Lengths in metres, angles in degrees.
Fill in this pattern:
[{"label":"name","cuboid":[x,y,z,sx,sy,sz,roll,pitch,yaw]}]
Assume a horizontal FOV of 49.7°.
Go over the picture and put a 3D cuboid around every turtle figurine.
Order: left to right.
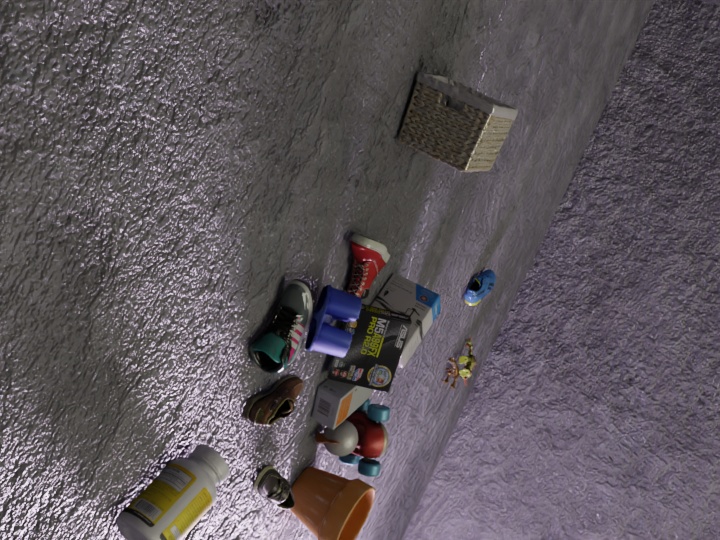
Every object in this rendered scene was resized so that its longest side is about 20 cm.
[{"label":"turtle figurine","cuboid":[0.428,0.373,3.073,0.161,0.064,0.202,-16,114,-70]}]

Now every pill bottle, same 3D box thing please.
[{"label":"pill bottle","cuboid":[-0.329,0.412,1.400,0.200,0.111,0.112,-45,151,-39]}]

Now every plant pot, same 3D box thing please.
[{"label":"plant pot","cuboid":[-0.088,0.623,2.071,0.200,0.182,0.201,-49,154,-34]}]

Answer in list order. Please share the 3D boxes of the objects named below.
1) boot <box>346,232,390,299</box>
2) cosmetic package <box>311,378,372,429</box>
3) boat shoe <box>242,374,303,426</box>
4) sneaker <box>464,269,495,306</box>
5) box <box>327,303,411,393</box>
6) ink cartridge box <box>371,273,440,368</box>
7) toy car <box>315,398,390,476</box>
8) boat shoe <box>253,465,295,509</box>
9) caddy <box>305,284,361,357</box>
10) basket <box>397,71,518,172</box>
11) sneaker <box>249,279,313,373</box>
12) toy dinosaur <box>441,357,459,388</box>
[{"label":"boot","cuboid":[0.000,0.000,1.768,0.145,0.072,0.200,-61,161,-6]},{"label":"cosmetic package","cuboid":[-0.037,0.313,2.008,0.200,0.071,0.102,-32,142,-54]},{"label":"boat shoe","cuboid":[-0.172,0.288,1.680,0.200,0.068,0.072,-28,137,-58]},{"label":"sneaker","cuboid":[0.438,0.044,2.806,0.200,0.066,0.079,-44,147,-41]},{"label":"box","cuboid":[0.020,0.187,1.891,0.044,0.159,0.201,-96,-158,-69]},{"label":"ink cartridge box","cuboid":[0.097,0.129,2.017,0.200,0.145,0.085,-54,157,-25]},{"label":"toy car","cuboid":[-0.045,0.439,2.074,0.199,0.176,0.186,8,93,-37]},{"label":"boat shoe","cuboid":[-0.200,0.526,1.874,0.073,0.065,0.200,-56,156,-16]},{"label":"caddy","cuboid":[-0.070,0.105,1.627,0.200,0.104,0.142,150,-42,-80]},{"label":"basket","cuboid":[0.218,-0.330,1.745,0.200,0.197,0.162,-19,134,-61]},{"label":"sneaker","cuboid":[-0.160,0.123,1.525,0.121,0.083,0.201,-44,153,-60]},{"label":"toy dinosaur","cuboid":[0.368,0.405,3.036,0.107,0.060,0.200,-58,157,-19]}]
